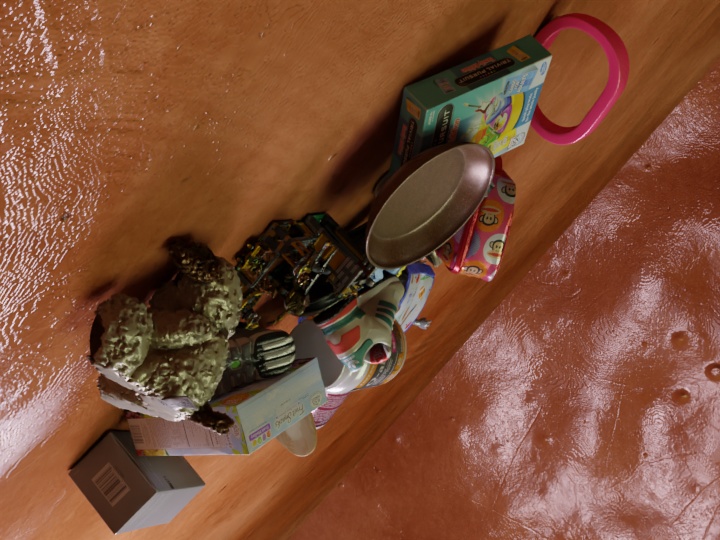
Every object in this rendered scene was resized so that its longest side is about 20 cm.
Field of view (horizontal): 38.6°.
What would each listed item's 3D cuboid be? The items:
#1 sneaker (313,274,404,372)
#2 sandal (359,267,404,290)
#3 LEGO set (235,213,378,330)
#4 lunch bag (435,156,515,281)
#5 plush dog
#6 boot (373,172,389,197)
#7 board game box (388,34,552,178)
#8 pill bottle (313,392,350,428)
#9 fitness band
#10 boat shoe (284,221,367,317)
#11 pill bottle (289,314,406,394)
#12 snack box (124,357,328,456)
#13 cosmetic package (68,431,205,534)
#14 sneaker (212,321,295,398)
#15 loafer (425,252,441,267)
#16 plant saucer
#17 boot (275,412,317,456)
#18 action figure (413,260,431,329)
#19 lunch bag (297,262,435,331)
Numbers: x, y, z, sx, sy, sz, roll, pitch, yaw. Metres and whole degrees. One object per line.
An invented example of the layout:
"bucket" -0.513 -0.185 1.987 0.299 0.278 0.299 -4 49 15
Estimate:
"sneaker" 0.012 0.073 1.347 0.070 0.094 0.199 -26 -179 27
"sandal" 0.000 0.000 1.506 0.200 0.079 0.087 -49 162 8
"LEGO set" -0.066 0.017 1.251 0.154 0.116 0.200 -47 166 12
"lunch bag" 0.165 -0.094 1.482 0.200 0.081 0.178 -113 -144 -70
"plush dog" -0.176 0.062 1.056 0.200 0.159 0.173 108 4 -66
"boot" 0.087 -0.086 1.459 0.074 0.096 0.200 -48 167 15
"board game box" 0.134 -0.189 1.273 0.198 0.047 0.152 -27 150 -25
"pill bottle" -0.081 0.201 1.771 0.114 0.114 0.201 -27 157 -53
"fitness band" 0.292 -0.267 1.436 0.037 0.144 0.201 -35 164 -37
"boat shoe" -0.023 -0.013 1.402 0.198 0.075 0.066 -30 149 -17
"pill bottle" -0.020 0.112 1.441 0.117 0.116 0.199 -48 162 16
"snack box" -0.169 0.173 1.304 0.198 0.069 0.168 -10 -170 37
"cosmetic package" -0.295 0.282 1.381 0.090 0.107 0.200 -44 169 3
"sneaker" -0.188 0.108 1.268 0.198 0.076 0.115 -7 -167 -25
"loafer" 0.128 -0.054 1.749 0.068 0.076 0.200 -47 176 6
"plant saucer" 0.078 -0.087 1.261 0.199 0.037 0.201 -31 152 -18
"boot" -0.091 0.168 1.449 0.071 0.202 0.144 -39 159 16
"action figure" 0.048 0.049 1.824 0.147 0.135 0.201 1 140 -6
"lunch bag" 0.021 0.054 1.630 0.200 0.124 0.170 -40 167 14
